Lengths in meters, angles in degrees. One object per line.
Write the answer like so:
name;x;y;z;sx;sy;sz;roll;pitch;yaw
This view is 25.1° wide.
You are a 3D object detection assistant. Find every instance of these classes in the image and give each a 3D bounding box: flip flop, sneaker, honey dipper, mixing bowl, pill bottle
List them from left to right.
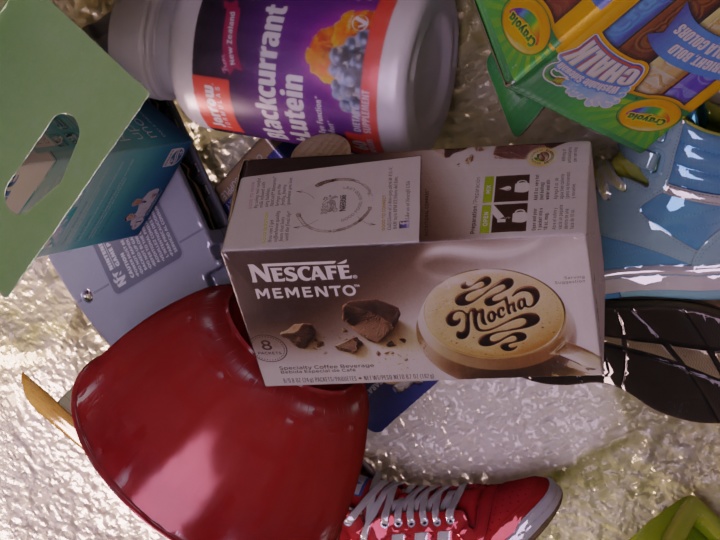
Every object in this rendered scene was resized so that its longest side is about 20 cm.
mixing bowl;-0.070;0.080;1.019;0.200;0.200;0.109;37;113;5
pill bottle;-0.049;-0.135;0.995;0.199;0.111;0.112;10;115;19
honey dipper;0.000;0.000;1.007;0.038;0.038;0.201;3;138;21
sneaker;0.035;0.161;1.107;0.200;0.071;0.113;-32;100;32
sneaker;0.150;-0.052;0.968;0.199;0.080;0.131;-2;113;13
flip flop;0.171;0.042;1.014;0.199;0.058;0.082;6;119;37

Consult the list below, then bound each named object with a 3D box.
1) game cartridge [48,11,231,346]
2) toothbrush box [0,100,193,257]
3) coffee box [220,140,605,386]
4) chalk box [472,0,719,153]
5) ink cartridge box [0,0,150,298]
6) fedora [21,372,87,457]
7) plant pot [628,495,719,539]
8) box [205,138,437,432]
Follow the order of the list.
game cartridge;-0.168;-0.057;1.100;0.133;0.040;0.201;-27;85;26
toothbrush box;-0.224;-0.084;0.992;0.146;0.200;0.085;42;116;17
coffee box;0.034;-0.002;0.910;0.199;0.080;0.113;-2;134;12
chalk box;0.137;-0.156;0.875;0.200;0.124;0.125;-40;51;30
ink cartridge box;-0.226;-0.103;0.857;0.200;0.048;0.146;43;107;18
fedora;-0.144;0.113;1.135;0.200;0.201;0.082;38;81;4
plant pot;0.187;0.301;1.036;0.200;0.199;0.181;47;127;-2
box;-0.026;0.014;1.095;0.200;0.032;0.121;45;121;-1
